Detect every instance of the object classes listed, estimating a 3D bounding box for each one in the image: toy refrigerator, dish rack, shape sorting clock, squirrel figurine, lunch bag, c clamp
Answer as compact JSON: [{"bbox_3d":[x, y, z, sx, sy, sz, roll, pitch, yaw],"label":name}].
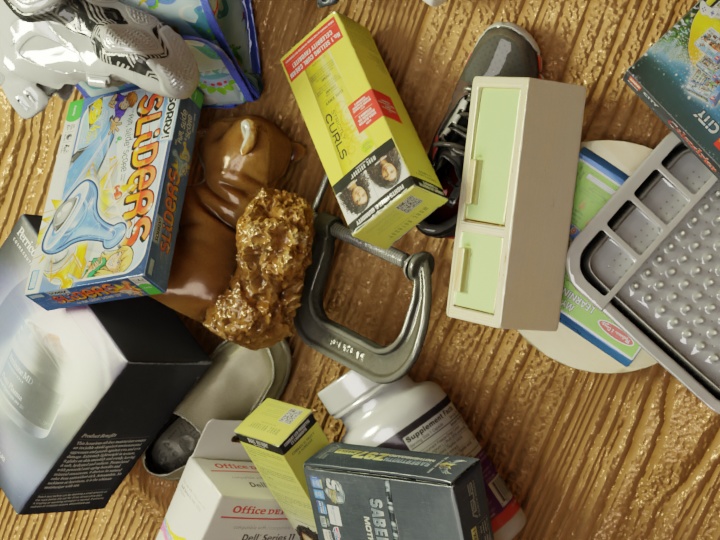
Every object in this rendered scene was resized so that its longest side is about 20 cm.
[{"bbox_3d":[0.125,-0.056,1.305,0.076,0.070,0.202,13,98,56],"label":"toy refrigerator"},{"bbox_3d":[0.285,0.001,1.302,0.200,0.044,0.172,42,89,6],"label":"dish rack"},{"bbox_3d":[0.210,-0.011,1.362,0.198,0.039,0.202,1,95,11],"label":"shape sorting clock"},{"bbox_3d":[-0.103,-0.039,1.424,0.199,0.141,0.187,30,91,37],"label":"squirrel figurine"},{"bbox_3d":[-0.190,-0.234,1.431,0.169,0.128,0.201,-4,121,22],"label":"lunch bag"},{"bbox_3d":[0.000,0.000,1.387,0.200,0.027,0.172,33,104,45],"label":"c clamp"}]

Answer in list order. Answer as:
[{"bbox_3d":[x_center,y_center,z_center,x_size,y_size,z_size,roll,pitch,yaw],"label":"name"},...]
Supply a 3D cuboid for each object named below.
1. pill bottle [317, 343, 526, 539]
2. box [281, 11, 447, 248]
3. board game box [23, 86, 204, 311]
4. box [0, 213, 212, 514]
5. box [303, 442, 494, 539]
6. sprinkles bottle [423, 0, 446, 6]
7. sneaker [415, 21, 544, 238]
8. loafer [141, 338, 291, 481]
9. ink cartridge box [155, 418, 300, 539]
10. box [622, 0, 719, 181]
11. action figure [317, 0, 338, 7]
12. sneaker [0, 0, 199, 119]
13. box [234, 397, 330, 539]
[{"bbox_3d":[0.050,0.170,1.420,0.111,0.111,0.201,-35,87,23],"label":"pill bottle"},{"bbox_3d":[0.001,-0.121,1.358,0.075,0.050,0.201,-37,55,25],"label":"box"},{"bbox_3d":[-0.216,-0.068,1.405,0.135,0.034,0.201,-9,59,29],"label":"board game box"},{"bbox_3d":[-0.279,0.086,1.494,0.200,0.123,0.199,49,113,28],"label":"box"},{"bbox_3d":[0.042,0.251,1.354,0.157,0.051,0.201,2,112,36],"label":"box"},{"bbox_3d":[0.007,-0.310,1.364,0.200,0.068,0.068,39,111,10],"label":"sprinkles bottle"},{"bbox_3d":[0.099,-0.113,1.361,0.077,0.082,0.201,22,108,15],"label":"sneaker"},{"bbox_3d":[-0.138,0.133,1.507,0.076,0.068,0.200,41,111,9],"label":"loafer"},{"bbox_3d":[-0.119,0.242,1.490,0.067,0.117,0.201,43,117,46],"label":"ink cartridge box"},{"bbox_3d":[0.327,-0.131,1.269,0.137,0.038,0.200,-43,84,0],"label":"box"},{"bbox_3d":[-0.064,-0.303,1.301,0.193,0.105,0.200,-24,109,41],"label":"action figure"},{"bbox_3d":[-0.233,-0.174,1.361,0.199,0.075,0.115,31,122,11],"label":"sneaker"},{"bbox_3d":[-0.035,0.210,1.439,0.075,0.050,0.201,8,133,52],"label":"box"}]
